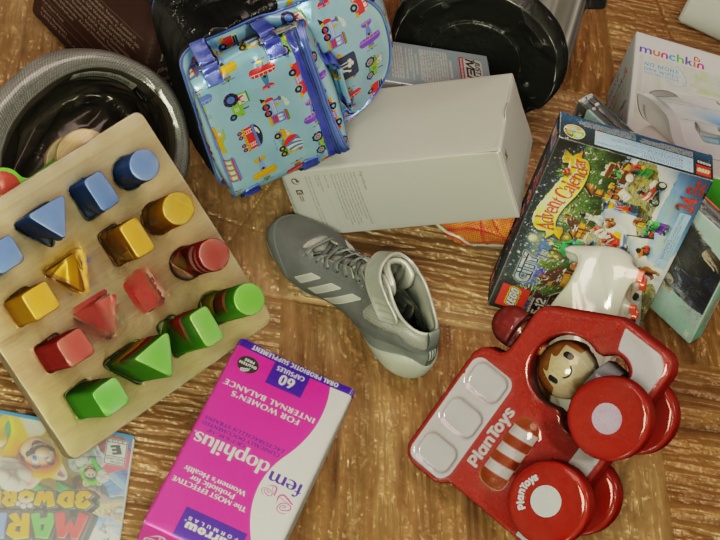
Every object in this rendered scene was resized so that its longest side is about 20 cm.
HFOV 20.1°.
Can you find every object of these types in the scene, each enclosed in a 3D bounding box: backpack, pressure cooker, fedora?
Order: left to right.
[{"bbox_3d":[-0.241,-0.090,1.707,0.177,0.090,0.200,40,72,-15],"label":"fedora"},{"bbox_3d":[-0.057,-0.178,1.715,0.200,0.183,0.135,-23,45,-10],"label":"backpack"},{"bbox_3d":[0.128,-0.261,1.956,0.176,0.179,0.200,39,43,-17],"label":"pressure cooker"}]

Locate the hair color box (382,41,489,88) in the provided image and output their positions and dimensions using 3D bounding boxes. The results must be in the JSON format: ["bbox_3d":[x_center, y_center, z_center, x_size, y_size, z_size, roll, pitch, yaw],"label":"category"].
[{"bbox_3d":[0.011,-0.157,1.870,0.200,0.099,0.061,8,46,-13],"label":"hair color box"}]

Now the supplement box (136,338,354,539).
[{"bbox_3d":[-0.092,0.166,1.543,0.101,0.103,0.200,24,48,1],"label":"supplement box"}]

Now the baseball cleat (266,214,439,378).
[{"bbox_3d":[0.000,0.000,1.720,0.200,0.106,0.070,42,54,21],"label":"baseball cleat"}]

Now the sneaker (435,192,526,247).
[{"bbox_3d":[0.146,-0.050,1.837,0.200,0.077,0.073,21,48,2],"label":"sneaker"}]

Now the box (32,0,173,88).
[{"bbox_3d":[-0.176,-0.281,1.847,0.166,0.200,0.164,-28,63,-35],"label":"box"}]

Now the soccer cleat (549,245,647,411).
[{"bbox_3d":[0.182,0.074,1.715,0.078,0.069,0.200,14,76,15],"label":"soccer cleat"}]

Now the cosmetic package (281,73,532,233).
[{"bbox_3d":[0.042,-0.101,1.780,0.200,0.085,0.108,-3,43,19],"label":"cosmetic package"}]

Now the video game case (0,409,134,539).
[{"bbox_3d":[-0.251,0.193,1.521,0.143,0.018,0.200,12,47,-10],"label":"video game case"}]

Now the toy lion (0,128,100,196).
[{"bbox_3d":[-0.249,-0.004,1.618,0.192,0.069,0.200,-42,102,-14],"label":"toy lion"}]

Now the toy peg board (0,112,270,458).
[{"bbox_3d":[-0.184,0.006,1.542,0.200,0.098,0.199,-35,99,-23],"label":"toy peg board"}]

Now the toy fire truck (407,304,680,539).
[{"bbox_3d":[0.149,0.116,1.615,0.168,0.200,0.112,38,13,19],"label":"toy fire truck"}]

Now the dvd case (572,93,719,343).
[{"bbox_3d":[0.251,-0.046,1.821,0.022,0.146,0.200,-29,64,-30],"label":"dvd case"}]

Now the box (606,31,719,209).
[{"bbox_3d":[0.337,-0.114,1.949,0.200,0.097,0.177,16,49,-3],"label":"box"}]

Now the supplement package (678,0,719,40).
[{"bbox_3d":[0.436,-0.335,2.164,0.117,0.117,0.200,26,47,4],"label":"supplement package"}]

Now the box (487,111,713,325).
[{"bbox_3d":[0.204,-0.033,1.755,0.137,0.200,0.038,15,41,-5],"label":"box"}]
